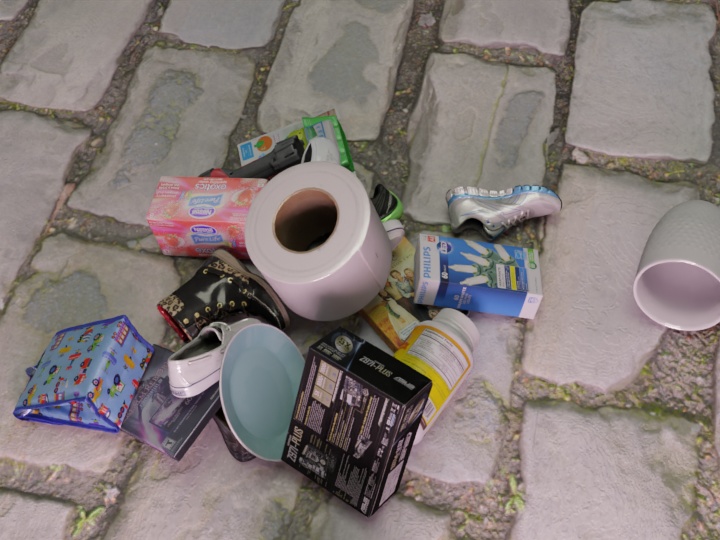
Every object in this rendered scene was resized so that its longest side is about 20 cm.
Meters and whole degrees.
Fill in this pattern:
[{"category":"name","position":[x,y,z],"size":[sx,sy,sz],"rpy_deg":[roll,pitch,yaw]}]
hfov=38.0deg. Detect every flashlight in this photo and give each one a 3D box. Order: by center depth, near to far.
[{"category":"flashlight","position":[-0.184,-0.172,1.794],"size":[0.197,0.068,0.069],"rpy_deg":[-23,72,18]}]

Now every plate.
[{"category":"plate","position":[-0.141,0.179,1.529],"size":[0.025,0.200,0.203],"rpy_deg":[-18,45,35]}]

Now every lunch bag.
[{"category":"lunch bag","position":[-0.439,0.157,1.595],"size":[0.197,0.095,0.152],"rpy_deg":[-3,50,28]}]

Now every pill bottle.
[{"category":"pill bottle","position":[0.096,0.153,1.560],"size":[0.108,0.110,0.200],"rpy_deg":[28,60,22]}]

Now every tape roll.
[{"category":"tape roll","position":[-0.062,-0.044,1.588],"size":[0.199,0.140,0.206],"rpy_deg":[-8,62,14]}]

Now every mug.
[{"category":"mug","position":[0.538,-0.005,1.645],"size":[0.199,0.148,0.177],"rpy_deg":[36,50,-8]}]

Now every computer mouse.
[{"category":"computer mouse","position":[-0.074,-0.122,1.733],"size":[0.108,0.044,0.204],"rpy_deg":[12,89,-30]}]

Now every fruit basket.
[{"category":"fruit basket","position":[-0.113,-0.185,1.829],"size":[0.196,0.094,0.188],"rpy_deg":[-16,62,3]}]

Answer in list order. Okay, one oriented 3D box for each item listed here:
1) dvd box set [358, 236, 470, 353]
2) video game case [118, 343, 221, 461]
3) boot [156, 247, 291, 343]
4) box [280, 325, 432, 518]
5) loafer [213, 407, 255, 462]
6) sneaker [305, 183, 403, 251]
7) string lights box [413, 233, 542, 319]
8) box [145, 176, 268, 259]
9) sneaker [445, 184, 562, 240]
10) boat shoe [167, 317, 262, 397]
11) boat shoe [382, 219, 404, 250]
[{"category":"dvd box set","position":[0.062,0.035,1.698],"size":[0.145,0.030,0.200],"rpy_deg":[-31,59,-18]},{"category":"video game case","position":[-0.290,0.192,1.557],"size":[0.198,0.019,0.144],"rpy_deg":[16,60,41]},{"category":"boot","position":[-0.219,0.063,1.667],"size":[0.150,0.074,0.199],"rpy_deg":[-38,59,-22]},{"category":"box","position":[-0.008,0.211,1.460],"size":[0.162,0.203,0.086],"rpy_deg":[27,31,22]},{"category":"loafer","position":[-0.206,0.190,1.573],"size":[0.072,0.073,0.200],"rpy_deg":[-31,57,-17]},{"category":"sneaker","position":[-0.023,-0.074,1.723],"size":[0.198,0.077,0.085],"rpy_deg":[-33,88,-22]},{"category":"string lights box","position":[0.185,0.009,1.665],"size":[0.196,0.060,0.104],"rpy_deg":[8,46,-5]},{"category":"box","position":[-0.243,-0.089,1.747],"size":[0.196,0.103,0.096],"rpy_deg":[3,54,14]},{"category":"sneaker","position":[0.242,-0.091,1.765],"size":[0.196,0.075,0.088],"rpy_deg":[-2,63,8]},{"category":"boat shoe","position":[-0.207,0.111,1.534],"size":[0.072,0.067,0.200],"rpy_deg":[6,28,28]},{"category":"boat shoe","position":[0.000,0.000,1.663],"size":[0.199,0.072,0.066],"rpy_deg":[-36,64,-12]}]
